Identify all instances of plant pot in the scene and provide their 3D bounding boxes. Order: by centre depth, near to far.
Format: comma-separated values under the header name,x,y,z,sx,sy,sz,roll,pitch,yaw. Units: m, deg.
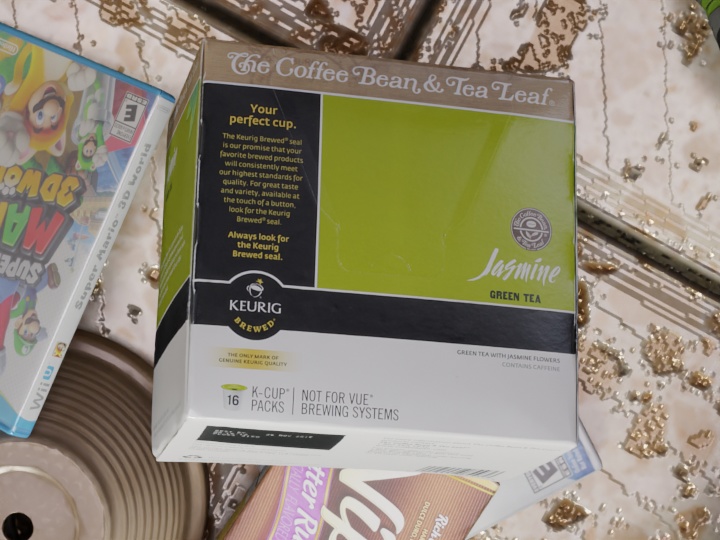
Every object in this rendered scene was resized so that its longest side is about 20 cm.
name,x,y,z,sx,sy,sz,roll,pitch,yaw
plant pot,-0.187,0.135,1.056,0.200,0.093,0.202,0,94,-2

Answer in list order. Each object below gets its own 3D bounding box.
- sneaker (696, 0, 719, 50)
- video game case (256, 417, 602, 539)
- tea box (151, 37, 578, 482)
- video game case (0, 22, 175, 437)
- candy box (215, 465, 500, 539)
name,x,y,z,sx,sy,sz,roll,pitch,yaw
sneaker,0.221,-0.154,1.043,0.071,0.083,0.200,-28,95,1
video game case,0.018,0.068,1.089,0.182,0.022,0.201,-27,95,1
tea box,0.000,0.000,0.973,0.199,0.134,0.198,6,75,-12
video game case,-0.196,-0.027,1.033,0.143,0.018,0.201,24,91,32
candy box,-0.022,0.168,1.058,0.116,0.056,0.201,34,94,-2
